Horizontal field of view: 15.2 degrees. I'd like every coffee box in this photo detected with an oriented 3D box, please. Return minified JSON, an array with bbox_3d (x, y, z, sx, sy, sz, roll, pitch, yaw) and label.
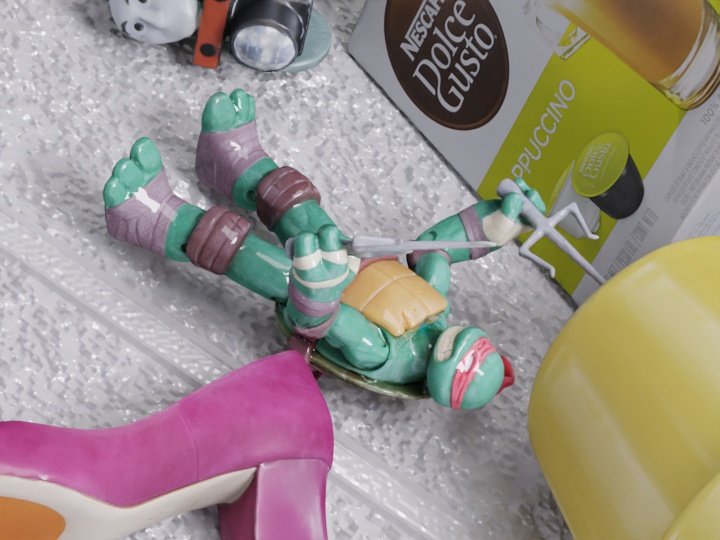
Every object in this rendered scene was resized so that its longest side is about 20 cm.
[{"bbox_3d":[0.150,-0.130,1.233,0.200,0.200,0.198,-25,65,-40],"label":"coffee box"}]

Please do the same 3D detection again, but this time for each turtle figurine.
[{"bbox_3d":[0.000,0.000,1.109,0.200,0.101,0.150,29,20,21],"label":"turtle figurine"}]

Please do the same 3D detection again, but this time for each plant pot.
[{"bbox_3d":[0.166,0.091,1.064,0.200,0.201,0.189,-7,41,-32],"label":"plant pot"}]

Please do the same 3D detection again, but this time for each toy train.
[{"bbox_3d":[-0.059,-0.172,1.250,0.114,0.085,0.200,10,48,-3],"label":"toy train"}]

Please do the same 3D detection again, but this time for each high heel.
[{"bbox_3d":[-0.096,0.059,1.022,0.199,0.067,0.096,10,58,-27],"label":"high heel"}]
